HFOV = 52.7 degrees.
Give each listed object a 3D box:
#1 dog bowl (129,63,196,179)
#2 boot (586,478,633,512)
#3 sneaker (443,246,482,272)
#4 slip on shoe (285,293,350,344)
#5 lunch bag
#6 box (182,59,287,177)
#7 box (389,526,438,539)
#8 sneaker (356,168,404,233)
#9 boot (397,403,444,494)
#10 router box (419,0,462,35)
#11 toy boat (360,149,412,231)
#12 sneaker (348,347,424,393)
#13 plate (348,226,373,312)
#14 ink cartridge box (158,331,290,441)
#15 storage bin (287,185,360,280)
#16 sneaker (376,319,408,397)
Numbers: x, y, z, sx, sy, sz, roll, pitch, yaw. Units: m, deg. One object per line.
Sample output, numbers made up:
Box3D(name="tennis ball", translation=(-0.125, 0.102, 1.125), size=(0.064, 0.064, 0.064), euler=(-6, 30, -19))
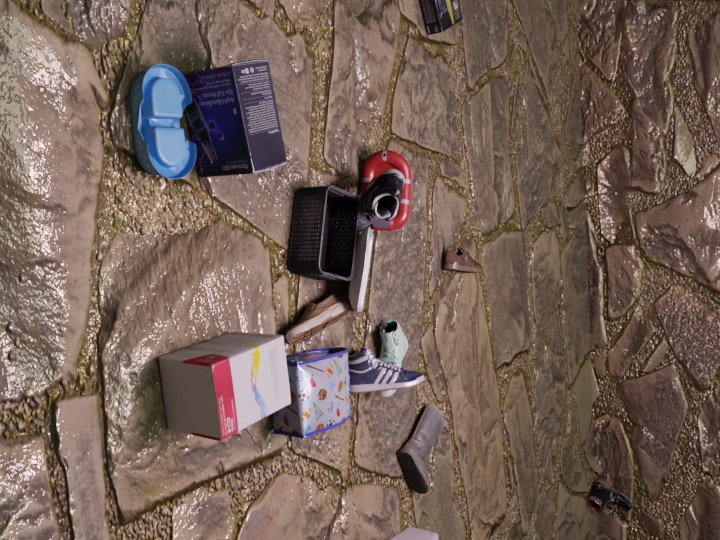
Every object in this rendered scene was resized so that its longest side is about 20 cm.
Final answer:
Box3D(name="dog bowl", translation=(-0.355, -0.263, 1.299), size=(0.111, 0.049, 0.201), euler=(-13, 102, -55))
Box3D(name="boot", translation=(1.170, 1.096, 3.428), size=(0.154, 0.203, 0.074), euler=(-36, 154, -45))
Box3D(name="sneaker", translation=(0.327, -0.032, 2.275), size=(0.200, 0.070, 0.076), euler=(6, 85, -56))
Box3D(name="slip on shoe", translation=(-0.106, 0.106, 1.662), size=(0.200, 0.076, 0.061), euler=(-28, 73, -44))
Box3D(name="lunch bag", translation=(-0.100, 0.265, 1.615), size=(0.200, 0.124, 0.171), euler=(-8, 95, -48))
Box3D(name="box", translation=(-0.241, -0.285, 1.379), size=(0.104, 0.148, 0.201), euler=(-29, 113, -52))
Box3D(name="box", translation=(0.145, 0.830, 1.997), size=(0.124, 0.097, 0.201), euler=(-5, 95, -55))
Box3D(name="sneaker", translation=(0.029, -0.144, 1.713), size=(0.075, 0.200, 0.114), euler=(32, 30, -19))
Box3D(name="boot", translation=(0.187, 0.511, 2.092), size=(0.200, 0.072, 0.182), euler=(-51, 133, -51))
Box3D(name="router box", translation=(0.228, -0.814, 2.136), size=(0.157, 0.052, 0.201), euler=(-44, 125, -47))
Box3D(name="toy boat", translation=(0.057, -0.203, 1.811), size=(0.131, 0.130, 0.201), euler=(28, 65, -75))
Box3D(name="sneaker", translation=(0.059, 0.242, 1.813), size=(0.070, 0.199, 0.109), euler=(163, -78, -81))
Box3D(name="plate", translation=(0.000, 0.000, 1.764), size=(0.200, 0.032, 0.201), euler=(43, 55, -86))
Box3D(name="ink cartridge box", translation=(-0.250, 0.210, 1.372), size=(0.200, 0.145, 0.145), euler=(-19, 106, -53))
Box3D(name="storage bin", translation=(-0.082, -0.083, 1.661), size=(0.135, 0.093, 0.201), euler=(16, 76, -54))
Box3D(name="sneaker", translation=(0.066, 0.223, 1.893), size=(0.118, 0.073, 0.201), euler=(66, 31, -41))
